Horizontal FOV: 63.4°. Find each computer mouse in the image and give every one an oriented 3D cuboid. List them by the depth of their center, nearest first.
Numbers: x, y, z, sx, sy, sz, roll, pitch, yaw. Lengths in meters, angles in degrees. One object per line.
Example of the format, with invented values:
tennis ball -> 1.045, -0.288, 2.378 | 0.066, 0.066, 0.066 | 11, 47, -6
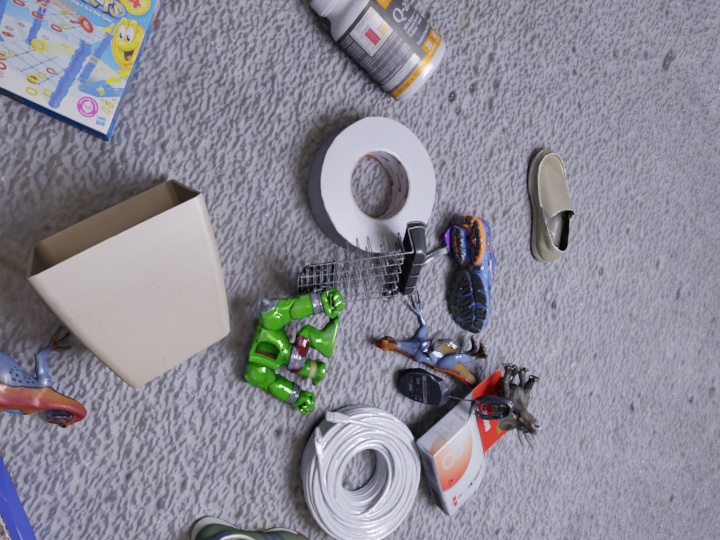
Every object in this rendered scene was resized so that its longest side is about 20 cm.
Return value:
computer mouse -> 0.150, 0.194, 0.929 | 0.034, 0.194, 0.061 | -37, 132, -54

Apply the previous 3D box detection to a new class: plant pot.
plant pot -> -0.270, 0.018, 0.728 | 0.196, 0.199, 0.181 | -29, 115, -20

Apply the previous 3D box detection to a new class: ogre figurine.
ogre figurine -> -0.101, 0.110, 0.839 | 0.116, 0.203, 0.100 | 13, 44, -13

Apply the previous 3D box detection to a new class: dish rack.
dish rack -> 0.000, 0.000, 0.860 | 0.193, 0.155, 0.056 | -8, 62, -9

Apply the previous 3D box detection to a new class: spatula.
spatula -> 0.115, -0.017, 0.977 | 0.198, 0.020, 0.057 | -38, 123, -15

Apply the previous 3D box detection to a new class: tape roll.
tape roll -> 0.019, -0.130, 0.908 | 0.194, 0.066, 0.208 | -1, 92, -24

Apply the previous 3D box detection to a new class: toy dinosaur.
toy dinosaur -> -0.407, 0.152, 0.679 | 0.105, 0.201, 0.181 | -40, 119, 11
toy dinosaur -> 0.115, 0.142, 0.952 | 0.175, 0.105, 0.207 | -9, 106, -5
toy dinosaur -> 0.252, 0.212, 0.966 | 0.075, 0.200, 0.105 | 19, 92, 5

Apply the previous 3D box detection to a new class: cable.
cable -> 0.000, 0.317, 0.914 | 0.194, 0.069, 0.207 | 7, 89, -25

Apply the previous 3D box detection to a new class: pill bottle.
pill bottle -> 0.026, -0.365, 0.876 | 0.199, 0.116, 0.118 | 39, 77, -20

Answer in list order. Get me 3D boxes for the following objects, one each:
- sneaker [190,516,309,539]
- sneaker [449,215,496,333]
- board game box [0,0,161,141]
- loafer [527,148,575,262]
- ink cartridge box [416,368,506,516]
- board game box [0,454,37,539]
sneaker -> -0.146, 0.414, 0.840 | 0.196, 0.089, 0.069 | 23, 82, -23
sneaker -> 0.201, 0.007, 0.990 | 0.077, 0.074, 0.207 | -14, 109, -48
board game box -> -0.379, -0.301, 0.731 | 0.195, 0.056, 0.202 | 22, 83, -23
loafer -> 0.351, -0.118, 1.053 | 0.073, 0.068, 0.208 | -5, 94, -23
ink cartridge box -> 0.191, 0.289, 0.975 | 0.197, 0.050, 0.166 | -33, 126, -20
board game box -> -0.501, 0.345, 0.677 | 0.195, 0.096, 0.164 | -22, 100, -22
